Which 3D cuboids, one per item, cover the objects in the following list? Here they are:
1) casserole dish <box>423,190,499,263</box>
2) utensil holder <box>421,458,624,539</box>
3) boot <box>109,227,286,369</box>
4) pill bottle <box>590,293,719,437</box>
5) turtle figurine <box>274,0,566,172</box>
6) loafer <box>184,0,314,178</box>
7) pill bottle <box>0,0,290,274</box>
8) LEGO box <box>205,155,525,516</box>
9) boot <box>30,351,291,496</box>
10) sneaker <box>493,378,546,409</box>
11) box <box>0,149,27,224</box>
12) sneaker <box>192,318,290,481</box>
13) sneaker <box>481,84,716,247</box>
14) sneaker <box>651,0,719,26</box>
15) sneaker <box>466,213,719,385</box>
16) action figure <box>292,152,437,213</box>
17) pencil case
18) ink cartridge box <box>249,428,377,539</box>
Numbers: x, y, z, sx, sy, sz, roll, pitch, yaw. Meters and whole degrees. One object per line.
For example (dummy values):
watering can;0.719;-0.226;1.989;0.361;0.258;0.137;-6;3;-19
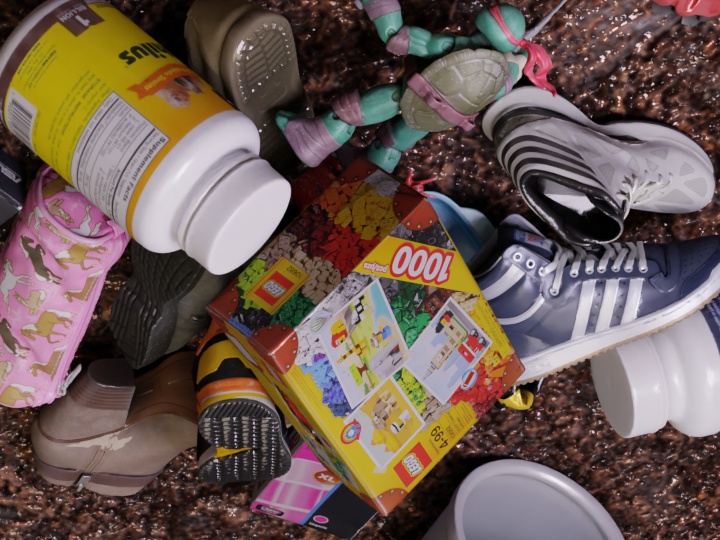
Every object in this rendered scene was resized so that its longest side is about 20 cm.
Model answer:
casserole dish;0.017;0.020;1.594;0.200;0.039;0.121;-35;106;9
utensil holder;0.108;0.286;1.803;0.169;0.171;0.200;18;131;-19
boot;-0.101;-0.011;1.549;0.130;0.068;0.200;-21;157;-33
pill bottle;0.279;0.060;1.603;0.199;0.111;0.111;-15;136;-13
turtle figurine;0.047;-0.137;1.430;0.200;0.101;0.150;-39;126;20
loafer;-0.079;-0.123;1.471;0.076;0.067;0.200;-35;154;-23
pill bottle;-0.143;-0.088;1.403;0.200;0.109;0.110;40;133;18
LEGO box;0.008;0.046;1.454;0.149;0.077;0.200;-45;136;-11
boot;-0.163;0.131;1.716;0.199;0.071;0.146;12;139;-15
sneaker;0.092;0.078;1.645;0.200;0.090;0.070;-38;147;27
box;-0.364;-0.051;1.533;0.200;0.049;0.161;-33;124;26
sneaker;-0.088;0.094;1.575;0.070;0.091;0.200;-3;159;-3
sneaker;0.179;-0.051;1.511;0.200;0.116;0.076;15;132;-30
sneaker;0.167;-0.231;1.378;0.199;0.071;0.098;16;131;-20
sneaker;0.166;-0.003;1.533;0.199;0.070;0.109;-25;109;12
action figure;0.000;0.000;1.526;0.098;0.065;0.201;0;97;23
pencil case;-0.229;0.011;1.579;0.086;0.083;0.200;14;130;-15
ink cartridge box;-0.014;0.156;1.721;0.094;0.037;0.200;19;145;-12
